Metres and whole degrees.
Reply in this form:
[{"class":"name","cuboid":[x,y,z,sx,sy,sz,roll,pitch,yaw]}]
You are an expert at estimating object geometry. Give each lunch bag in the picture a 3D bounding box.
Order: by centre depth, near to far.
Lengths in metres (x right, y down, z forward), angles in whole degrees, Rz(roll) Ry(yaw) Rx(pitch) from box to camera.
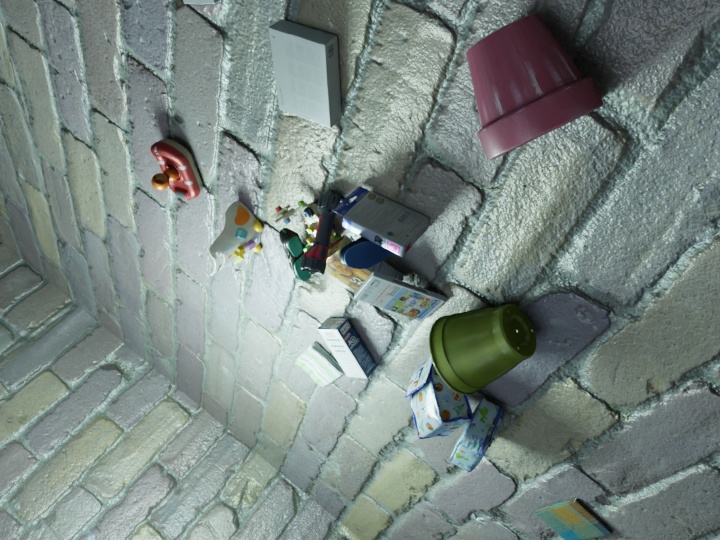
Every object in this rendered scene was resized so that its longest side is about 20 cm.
[{"class":"lunch bag","cuboid":[0.325,0.457,1.833,0.082,0.161,0.200,26,144,13]},{"class":"lunch bag","cuboid":[0.207,0.346,1.833,0.170,0.123,0.201,125,139,-55]}]

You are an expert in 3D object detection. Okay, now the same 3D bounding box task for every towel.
[{"class":"towel","cuboid":[0.628,0.741,1.950,0.147,0.022,0.200,41,143,2]},{"class":"towel","cuboid":[-0.145,0.334,2.283,0.149,0.031,0.200,44,146,0]}]

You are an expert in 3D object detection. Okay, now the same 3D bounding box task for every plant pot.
[{"class":"plant pot","cuboid":[0.267,-0.304,1.079,0.200,0.200,0.180,-20,96,52]},{"class":"plant pot","cuboid":[0.298,0.169,1.548,0.201,0.200,0.193,50,133,-10]}]

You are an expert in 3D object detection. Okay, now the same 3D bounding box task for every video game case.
[{"class":"video game case","cuboid":[0.099,0.069,1.695,0.199,0.018,0.143,20,148,-12]}]

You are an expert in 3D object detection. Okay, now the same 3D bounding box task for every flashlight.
[{"class":"flashlight","cuboid":[-0.100,-0.091,1.654,0.067,0.201,0.068,11,168,1]}]

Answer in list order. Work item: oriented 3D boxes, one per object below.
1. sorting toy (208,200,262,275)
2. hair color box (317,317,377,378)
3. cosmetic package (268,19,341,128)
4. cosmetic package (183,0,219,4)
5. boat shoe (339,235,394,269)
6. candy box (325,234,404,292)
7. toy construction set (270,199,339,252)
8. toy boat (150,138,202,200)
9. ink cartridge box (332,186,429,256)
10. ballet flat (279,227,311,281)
[{"class":"sorting toy","cuboid":[-0.388,-0.071,1.967,0.107,0.180,0.200,33,145,14]},{"class":"hair color box","cuboid":[-0.040,0.241,2.053,0.100,0.061,0.200,-4,124,46]},{"class":"cosmetic package","cuboid":[-0.118,-0.427,1.437,0.150,0.052,0.201,24,141,23]},{"class":"cosmetic package","cuboid":[-0.353,-0.675,1.392,0.101,0.071,0.201,16,137,33]},{"class":"boat shoe","cuboid":[0.020,-0.050,1.569,0.069,0.199,0.085,25,117,40]},{"class":"candy box","cuboid":[0.000,0.000,1.707,0.200,0.055,0.115,33,145,-21]},{"class":"toy construction set","cuboid":[-0.137,-0.114,1.760,0.200,0.092,0.131,43,147,-19]},{"class":"toy boat","cuboid":[-0.567,-0.286,1.962,0.130,0.131,0.201,16,137,33]},{"class":"ink cartridge box","cuboid":[0.046,-0.118,1.538,0.199,0.119,0.042,29,142,19]},{"class":"ballet flat","cuboid":[-0.186,-0.052,1.885,0.068,0.068,0.200,41,158,34]}]
